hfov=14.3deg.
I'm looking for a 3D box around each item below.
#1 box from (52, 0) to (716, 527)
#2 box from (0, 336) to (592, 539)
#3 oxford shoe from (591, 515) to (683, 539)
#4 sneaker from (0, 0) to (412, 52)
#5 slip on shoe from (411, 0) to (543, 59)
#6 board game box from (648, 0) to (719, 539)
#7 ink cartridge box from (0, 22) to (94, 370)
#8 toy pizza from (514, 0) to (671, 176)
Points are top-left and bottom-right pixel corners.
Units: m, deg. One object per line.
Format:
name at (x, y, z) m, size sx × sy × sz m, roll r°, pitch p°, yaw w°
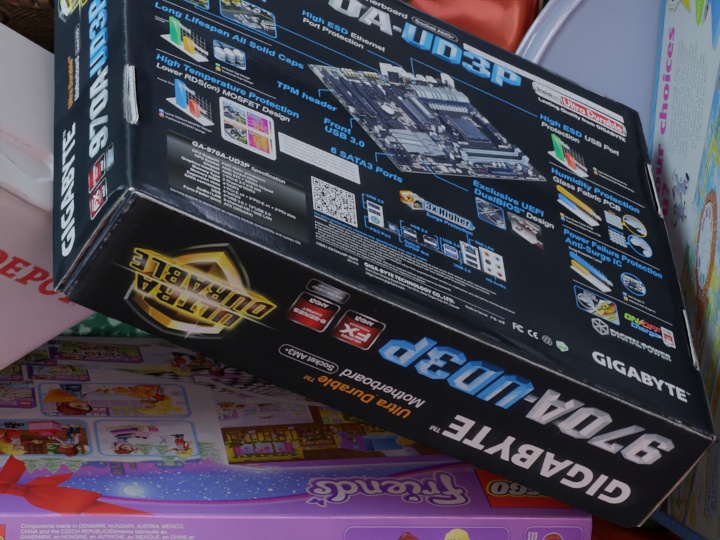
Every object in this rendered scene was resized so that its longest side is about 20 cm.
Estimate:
box at (0.005, -0.022, 0.860) m, size 0.199 × 0.159 × 0.046 m, roll 23°, pitch 125°, yaw -23°
box at (-0.038, 0.065, 0.919) m, size 0.199 × 0.137 × 0.039 m, roll 1°, pitch 111°, yaw -10°
oxford shoe at (0.073, 0.118, 0.978) m, size 0.199 × 0.071 × 0.073 m, roll 7°, pitch 101°, yaw -6°
sneaker at (-0.085, -0.135, 0.944) m, size 0.199 × 0.071 × 0.113 m, roll -3°, pitch 80°, yaw 0°
slip on shoe at (0.031, -0.153, 0.969) m, size 0.074 × 0.061 × 0.201 m, roll -1°, pitch 92°, yaw -12°
board game box at (0.125, -0.013, 0.914) m, size 0.034 × 0.134 × 0.201 m, roll 3°, pitch 96°, yaw -12°
ink cartridge box at (-0.183, -0.001, 0.848) m, size 0.200 × 0.146 × 0.083 m, roll -32°, pitch 62°, yaw 16°
toy pizza at (0.135, -0.029, 1.001) m, size 0.199 × 0.032 × 0.201 m, roll -2°, pitch 97°, yaw -13°
